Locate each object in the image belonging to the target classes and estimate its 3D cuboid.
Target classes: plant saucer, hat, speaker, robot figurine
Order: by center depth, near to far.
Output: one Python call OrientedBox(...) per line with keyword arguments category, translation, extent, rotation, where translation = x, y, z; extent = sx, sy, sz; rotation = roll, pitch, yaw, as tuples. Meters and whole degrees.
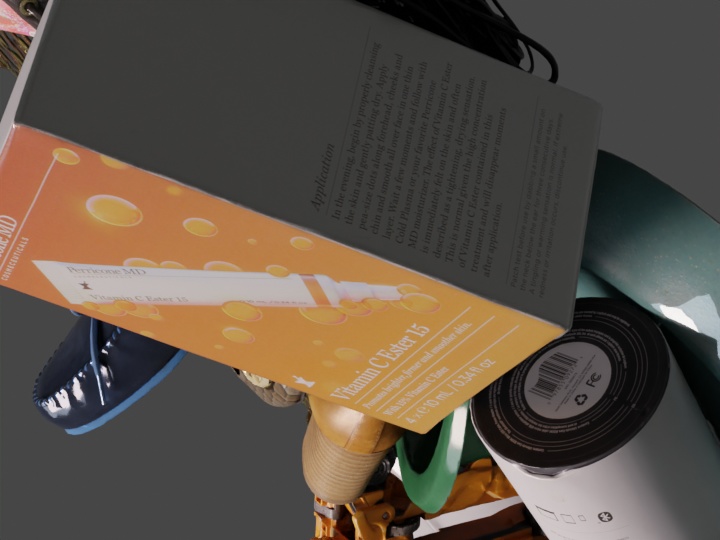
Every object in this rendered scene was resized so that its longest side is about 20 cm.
OrientedBox(category="speaker", translation=(0.118, 0.102, 0.673), extent=(0.081, 0.081, 0.200), rotation=(38, 167, 47))
OrientedBox(category="plant saucer", translation=(0.136, 0.035, 0.674), extent=(0.200, 0.036, 0.200), rotation=(47, 172, 9))
OrientedBox(category="hat", translation=(0.114, 0.042, 0.808), extent=(0.175, 0.167, 0.200), rotation=(6, 179, -8))
OrientedBox(category="robot figurine", translation=(0.052, 0.136, 0.925), extent=(0.058, 0.199, 0.146), rotation=(34, 126, 53))

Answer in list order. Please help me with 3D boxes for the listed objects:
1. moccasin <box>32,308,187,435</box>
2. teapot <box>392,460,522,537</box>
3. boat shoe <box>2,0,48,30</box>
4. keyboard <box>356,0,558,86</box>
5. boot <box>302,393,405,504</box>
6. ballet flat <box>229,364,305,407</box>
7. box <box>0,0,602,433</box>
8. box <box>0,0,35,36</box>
OrientedBox(category="moccasin", translation=(-0.097, -0.011, 0.778), extent=(0.068, 0.200, 0.081), rotation=(36, -170, -30))
OrientedBox(category="teapot", translation=(0.050, 0.126, 1.137), extent=(0.200, 0.146, 0.197), rotation=(49, 172, -17))
OrientedBox(category="boat shoe", translation=(-0.167, -0.138, 0.684), extent=(0.199, 0.065, 0.073), rotation=(29, -175, -12))
OrientedBox(category="keyboard", translation=(0.000, -0.109, 0.601), extent=(0.104, 0.040, 0.200), rotation=(7, 144, 47))
OrientedBox(category="boot", translation=(-0.001, 0.000, 0.811), extent=(0.144, 0.070, 0.202), rotation=(111, 158, -44))
OrientedBox(category="ballet flat", translation=(-0.068, 0.017, 0.823), extent=(0.200, 0.046, 0.068), rotation=(-136, 51, -64))
OrientedBox(category="box", translation=(-0.031, -0.031, 0.599), extent=(0.199, 0.098, 0.124), rotation=(20, 151, -14))
OrientedBox(category="box", translation=(-0.208, -0.205, 0.889), extent=(0.094, 0.103, 0.200), rotation=(10, 173, -2))
